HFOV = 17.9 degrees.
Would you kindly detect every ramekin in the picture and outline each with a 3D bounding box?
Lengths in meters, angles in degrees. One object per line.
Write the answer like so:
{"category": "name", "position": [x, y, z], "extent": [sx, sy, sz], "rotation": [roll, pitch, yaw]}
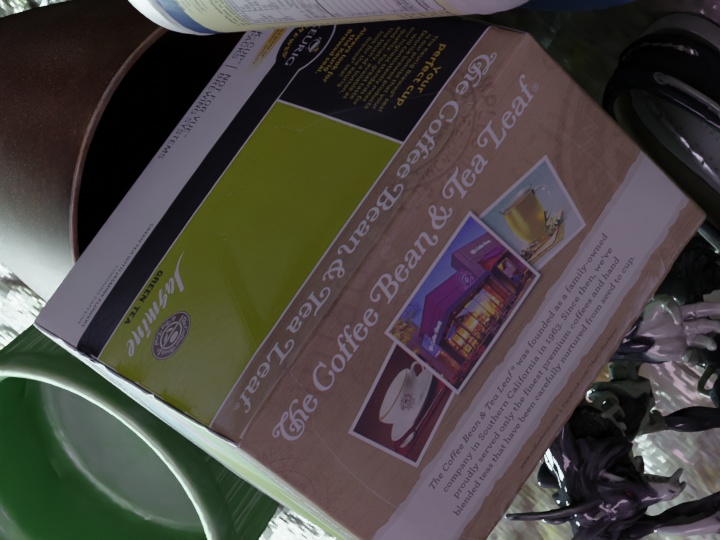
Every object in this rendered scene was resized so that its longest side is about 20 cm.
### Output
{"category": "ramekin", "position": [-0.140, 0.111, 1.312], "extent": [0.200, 0.098, 0.200], "rotation": [18, 131, 22]}

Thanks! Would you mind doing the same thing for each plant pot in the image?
{"category": "plant pot", "position": [-0.128, -0.061, 1.141], "extent": [0.200, 0.187, 0.187], "rotation": [19, 133, 43]}

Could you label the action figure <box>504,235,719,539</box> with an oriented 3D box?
{"category": "action figure", "position": [0.138, 0.063, 1.019], "extent": [0.102, 0.200, 0.119], "rotation": [-11, 115, 36]}

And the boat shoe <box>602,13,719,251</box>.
{"category": "boat shoe", "position": [0.185, -0.025, 1.021], "extent": [0.200, 0.060, 0.076], "rotation": [42, 135, 0]}

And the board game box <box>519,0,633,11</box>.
{"category": "board game box", "position": [0.081, -0.210, 0.972], "extent": [0.158, 0.039, 0.200], "rotation": [-29, 106, 37]}

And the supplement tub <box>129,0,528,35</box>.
{"category": "supplement tub", "position": [0.003, -0.172, 0.914], "extent": [0.200, 0.145, 0.145], "rotation": [-2, 121, 26]}

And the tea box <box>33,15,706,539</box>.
{"category": "tea box", "position": [0.000, 0.000, 0.980], "extent": [0.134, 0.200, 0.197], "rotation": [40, 171, -32]}
